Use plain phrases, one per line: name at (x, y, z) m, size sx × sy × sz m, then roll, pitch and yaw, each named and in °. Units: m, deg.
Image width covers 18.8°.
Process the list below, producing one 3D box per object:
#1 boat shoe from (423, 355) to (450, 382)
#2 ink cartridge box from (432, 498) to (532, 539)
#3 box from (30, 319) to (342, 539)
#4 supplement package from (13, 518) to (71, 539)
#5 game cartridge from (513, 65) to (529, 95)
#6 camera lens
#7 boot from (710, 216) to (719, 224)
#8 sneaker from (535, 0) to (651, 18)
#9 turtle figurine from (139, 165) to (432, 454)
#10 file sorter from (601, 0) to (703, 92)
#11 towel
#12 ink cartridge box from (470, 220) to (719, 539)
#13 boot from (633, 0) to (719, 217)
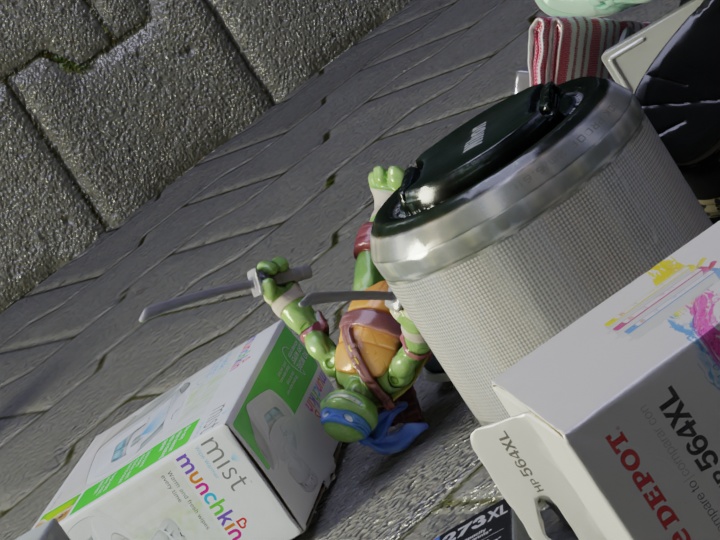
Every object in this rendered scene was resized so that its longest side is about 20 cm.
boat shoe at (0.118, 0.008, 1.492) m, size 0.200 × 0.062 × 0.073 m, roll -31°, pitch 13°, yaw 18°
ink cartridge box at (0.046, 0.169, 1.103) m, size 0.094 × 0.037 × 0.200 m, roll -32°, pitch 10°, yaw 11°
box at (-0.112, 0.145, 1.491) m, size 0.176 × 0.097 × 0.200 m, roll -32°, pitch 10°, yaw 18°
supplement package at (-0.198, 0.259, 1.107) m, size 0.151 × 0.151 × 0.200 m, roll -31°, pitch 11°, yaw 17°
game cartridge at (0.153, -0.100, 1.614) m, size 0.038 × 0.130 × 0.200 m, roll 17°, pitch 18°, yaw 19°
camera lens at (0.112, 0.013, 1.135) m, size 0.160 × 0.200 × 0.160 m, roll -32°, pitch 12°, yaw 7°
boot at (0.213, -0.028, 1.368) m, size 0.200 × 0.073 × 0.144 m, roll -37°, pitch 10°, yaw 4°
sneaker at (0.168, -0.212, 1.498) m, size 0.118 × 0.074 × 0.200 m, roll -25°, pitch 7°, yaw -42°
turtle figurine at (0.000, 0.000, 1.435) m, size 0.144 × 0.200 × 0.194 m, roll -35°, pitch 23°, yaw 56°
file sorter at (0.289, -0.149, 1.483) m, size 0.199 × 0.139 × 0.125 m, roll -30°, pitch 9°, yaw 18°
towel at (0.157, -0.107, 1.542) m, size 0.030 × 0.147 × 0.200 m, roll 12°, pitch 10°, yaw 26°
ink cartridge box at (0.163, 0.068, 0.951) m, size 0.200 × 0.129 × 0.125 m, roll -36°, pitch 11°, yaw -5°
boot at (0.233, -0.124, 1.224) m, size 0.204 × 0.073 × 0.154 m, roll -49°, pitch -20°, yaw -3°
